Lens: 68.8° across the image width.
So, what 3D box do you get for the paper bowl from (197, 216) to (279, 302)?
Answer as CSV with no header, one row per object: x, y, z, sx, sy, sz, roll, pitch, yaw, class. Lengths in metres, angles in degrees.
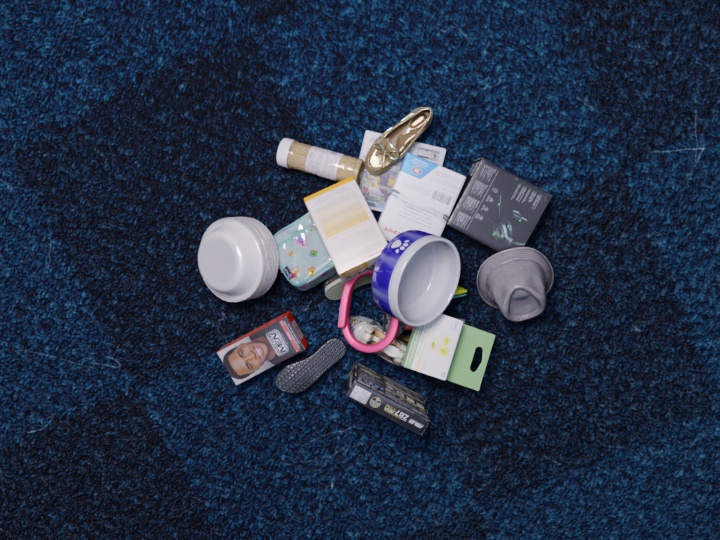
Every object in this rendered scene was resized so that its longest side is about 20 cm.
-0.299,-0.025,1.235,0.200,0.104,0.201,4,98,27,paper bowl

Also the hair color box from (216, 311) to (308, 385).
-0.244,0.194,1.320,0.200,0.061,0.102,-29,97,6,hair color box

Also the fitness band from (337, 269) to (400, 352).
0.025,0.091,1.227,0.143,0.037,0.200,8,88,11,fitness band

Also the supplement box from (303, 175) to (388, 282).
-0.028,-0.091,1.172,0.126,0.074,0.200,-24,73,-2,supplement box

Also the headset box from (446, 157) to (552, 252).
0.324,-0.141,1.241,0.200,0.093,0.174,26,97,-2,headset box

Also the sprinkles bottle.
-0.095,-0.255,1.240,0.200,0.068,0.068,17,98,7,sprinkles bottle

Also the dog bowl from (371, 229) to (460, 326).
0.122,0.016,1.136,0.200,0.079,0.200,-19,120,-36,dog bowl

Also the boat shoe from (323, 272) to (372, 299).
0.000,0.000,1.283,0.201,0.061,0.072,-25,134,4,boat shoe

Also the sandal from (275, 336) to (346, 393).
-0.123,0.243,1.335,0.200,0.048,0.075,-32,94,-7,sandal

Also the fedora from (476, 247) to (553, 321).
0.366,0.049,1.221,0.177,0.090,0.200,-13,135,11,fedora

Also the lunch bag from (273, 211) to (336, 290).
-0.114,-0.058,1.258,0.200,0.077,0.160,-32,74,4,lunch bag

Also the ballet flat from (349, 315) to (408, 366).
0.041,0.168,1.274,0.200,0.072,0.072,29,98,15,ballet flat

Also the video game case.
0.089,-0.226,1.274,0.200,0.023,0.182,13,98,-1,video game case

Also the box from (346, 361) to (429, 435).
0.065,0.304,1.275,0.200,0.161,0.049,28,98,-3,box

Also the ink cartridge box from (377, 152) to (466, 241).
0.135,-0.154,1.226,0.146,0.086,0.200,22,102,-2,ink cartridge box

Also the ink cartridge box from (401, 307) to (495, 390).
0.212,0.186,1.226,0.200,0.048,0.146,20,83,-4,ink cartridge box

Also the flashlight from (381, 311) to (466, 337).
0.152,0.139,1.273,0.200,0.068,0.068,5,123,-12,flashlight

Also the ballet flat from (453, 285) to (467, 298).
0.159,0.051,1.288,0.200,0.067,0.067,-14,89,5,ballet flat

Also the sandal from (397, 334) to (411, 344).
0.115,0.192,1.311,0.200,0.054,0.080,5,98,1,sandal

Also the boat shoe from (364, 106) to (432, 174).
0.086,-0.305,1.219,0.073,0.063,0.200,43,97,-5,boat shoe
